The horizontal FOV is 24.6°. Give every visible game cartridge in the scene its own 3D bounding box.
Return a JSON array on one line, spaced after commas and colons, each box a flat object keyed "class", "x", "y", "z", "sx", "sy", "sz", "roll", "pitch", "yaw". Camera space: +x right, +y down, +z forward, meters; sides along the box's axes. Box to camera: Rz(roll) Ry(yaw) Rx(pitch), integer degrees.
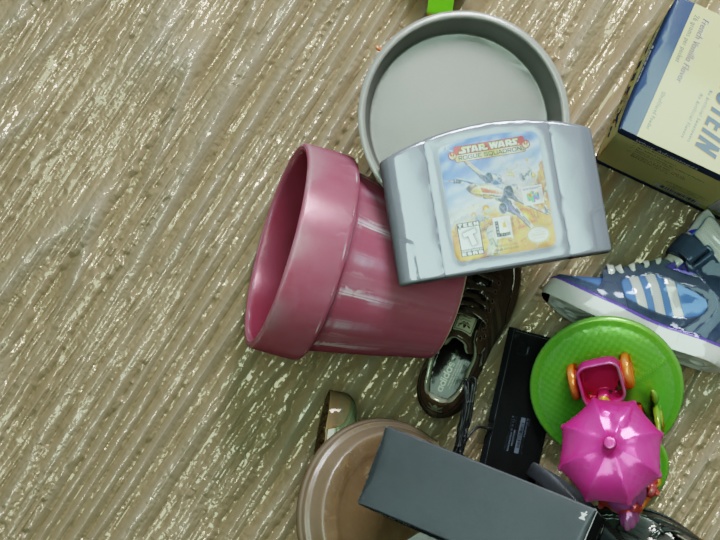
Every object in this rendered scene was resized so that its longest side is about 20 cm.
[{"class": "game cartridge", "x": 0.121, "y": -0.066, "z": 1.498, "sx": 0.197, "sy": 0.042, "sz": 0.135, "roll": -10, "pitch": 90, "yaw": -5}]

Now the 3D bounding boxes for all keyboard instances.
[{"class": "keyboard", "x": 0.133, "y": 0.155, "z": 1.611, "sx": 0.126, "sy": 0.020, "sz": 0.203, "roll": 16, "pitch": 84, "yaw": -39}]

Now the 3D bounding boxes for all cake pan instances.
[{"class": "cake pan", "x": 0.095, "y": -0.139, "z": 1.538, "sx": 0.197, "sy": 0.037, "sz": 0.203, "roll": 0, "pitch": 85, "yaw": -4}]

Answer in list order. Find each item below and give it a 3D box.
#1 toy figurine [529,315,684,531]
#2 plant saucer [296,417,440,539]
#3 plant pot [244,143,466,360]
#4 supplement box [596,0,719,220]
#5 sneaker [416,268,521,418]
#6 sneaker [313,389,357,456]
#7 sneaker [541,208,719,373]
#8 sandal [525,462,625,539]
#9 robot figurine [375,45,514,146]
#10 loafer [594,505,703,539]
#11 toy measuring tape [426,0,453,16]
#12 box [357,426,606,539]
[{"class": "toy figurine", "x": 0.233, "y": 0.169, "z": 1.525, "sx": 0.148, "sy": 0.184, "sz": 0.202, "roll": -12, "pitch": 109, "yaw": 13}, {"class": "plant saucer", "x": 0.030, "y": 0.240, "z": 1.581, "sx": 0.198, "sy": 0.029, "sz": 0.203, "roll": 8, "pitch": 74, "yaw": -30}, {"class": "plant pot", "x": 0.000, "y": 0.000, "z": 1.581, "sx": 0.177, "sy": 0.200, "sz": 0.202, "roll": 17, "pitch": 86, "yaw": -12}, {"class": "supplement box", "x": 0.346, "y": -0.137, "z": 1.566, "sx": 0.198, "sy": 0.200, "sz": 0.136, "roll": 25, "pitch": 86, "yaw": 3}, {"class": "sneaker", "x": 0.112, "y": 0.051, "z": 1.621, "sx": 0.070, "sy": 0.076, "sz": 0.202, "roll": 19, "pitch": 87, "yaw": 3}, {"class": "sneaker", "x": -0.006, "y": 0.224, "z": 1.621, "sx": 0.089, "sy": 0.067, "sz": 0.203, "roll": 9, "pitch": 85, "yaw": -8}, {"class": "sneaker", "x": 0.292, "y": 0.001, "z": 1.624, "sx": 0.198, "sy": 0.081, "sz": 0.148, "roll": 21, "pitch": 78, "yaw": 6}, {"class": "sandal", "x": 0.215, "y": 0.252, "z": 1.559, "sx": 0.043, "sy": 0.076, "sz": 0.200, "roll": -48, "pitch": 50, "yaw": 5}, {"class": "robot figurine", "x": 0.094, "y": -0.150, "z": 1.616, "sx": 0.143, "sy": 0.117, "sz": 0.201, "roll": -36, "pitch": 86, "yaw": -2}, {"class": "loafer", "x": 0.306, "y": 0.280, "z": 1.604, "sx": 0.198, "sy": 0.063, "sz": 0.073, "roll": 21, "pitch": 86, "yaw": 3}, {"class": "toy measuring tape", "x": 0.088, "y": -0.338, "z": 1.624, "sx": 0.073, "sy": 0.074, "sz": 0.202, "roll": 8, "pitch": 127, "yaw": 2}, {"class": "box", "x": 0.112, "y": 0.216, "z": 1.477, "sx": 0.198, "sy": 0.141, "sz": 0.080, "roll": 20, "pitch": 81, "yaw": 16}]
